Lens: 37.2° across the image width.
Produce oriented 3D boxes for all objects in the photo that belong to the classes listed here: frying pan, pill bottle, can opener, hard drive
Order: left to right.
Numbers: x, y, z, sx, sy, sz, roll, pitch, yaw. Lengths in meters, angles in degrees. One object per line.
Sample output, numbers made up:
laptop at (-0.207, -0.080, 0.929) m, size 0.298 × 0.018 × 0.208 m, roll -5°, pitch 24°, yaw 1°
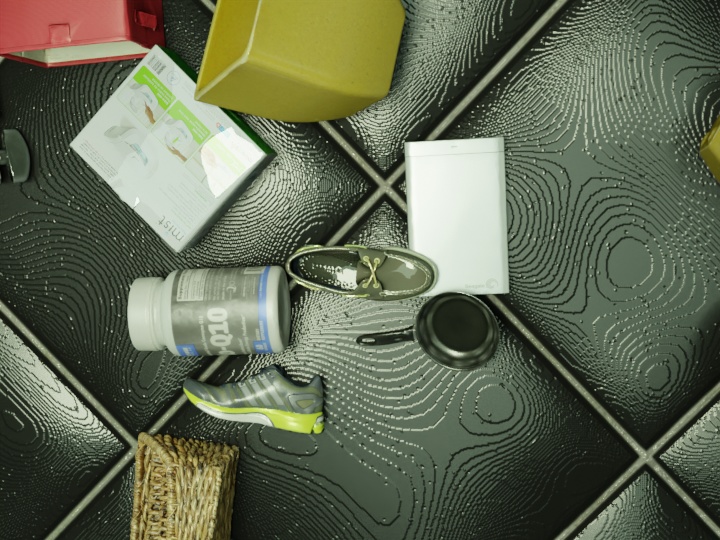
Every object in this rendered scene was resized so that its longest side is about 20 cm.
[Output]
can opener at (-0.497, -0.215, 1.443) m, size 0.066 × 0.052 × 0.203 m, roll -15°, pitch 97°, yaw -28°
pill bottle at (-0.196, 0.054, 1.402) m, size 0.196 × 0.114 × 0.116 m, roll -3°, pitch 96°, yaw 6°
frying pan at (0.099, 0.094, 1.419) m, size 0.189 × 0.031 × 0.116 m, roll -29°, pitch 102°, yaw 28°
hard drive at (0.127, -0.069, 1.403) m, size 0.129 × 0.027 × 0.204 m, roll -2°, pitch 96°, yaw 6°

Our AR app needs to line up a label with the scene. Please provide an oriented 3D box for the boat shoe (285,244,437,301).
boat shoe at (0.000, 0.003, 1.392) m, size 0.198 × 0.060 × 0.073 m, roll 6°, pitch 96°, yaw 14°

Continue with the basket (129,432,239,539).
basket at (-0.251, 0.332, 1.420) m, size 0.146 × 0.143 × 0.204 m, roll 7°, pitch 96°, yaw 4°

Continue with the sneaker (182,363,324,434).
sneaker at (-0.140, 0.162, 1.436) m, size 0.196 × 0.074 × 0.082 m, roll 10°, pitch 90°, yaw -3°

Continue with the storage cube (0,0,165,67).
storage cube at (-0.358, -0.362, 1.347) m, size 0.196 × 0.171 × 0.183 m, roll -4°, pitch 95°, yaw 6°

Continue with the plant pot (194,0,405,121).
plant pot at (-0.061, -0.286, 1.296) m, size 0.197 × 0.194 × 0.199 m, roll 17°, pitch 77°, yaw -24°

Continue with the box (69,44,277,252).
box at (-0.242, -0.156, 1.394) m, size 0.200 × 0.097 × 0.177 m, roll 43°, pitch 98°, yaw 0°

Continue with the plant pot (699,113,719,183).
plant pot at (0.523, -0.149, 1.281) m, size 0.198 × 0.195 × 0.196 m, roll 30°, pitch 98°, yaw 8°
